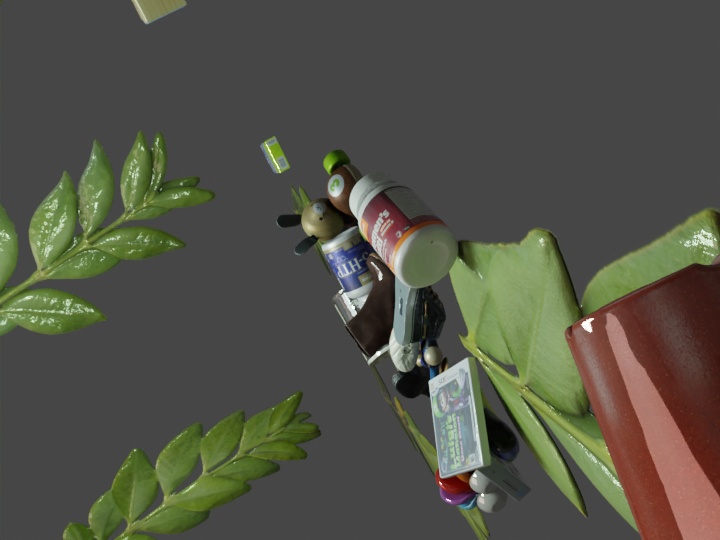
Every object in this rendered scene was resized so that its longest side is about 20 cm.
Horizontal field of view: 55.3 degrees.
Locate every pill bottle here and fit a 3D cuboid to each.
[{"bbox_3d":[0.062,-0.071,1.096,0.200,0.109,0.110,53,169,46],"label":"pill bottle"},{"bbox_3d":[0.000,0.000,1.691,0.201,0.119,0.120,61,172,-7],"label":"pill bottle"}]

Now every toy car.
[{"bbox_3d":[0.261,0.516,1.708,0.175,0.149,0.201,50,166,52],"label":"toy car"},{"bbox_3d":[-0.074,-0.122,1.448,0.165,0.199,0.158,56,171,29],"label":"toy car"}]

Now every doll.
[{"bbox_3d":[0.155,0.188,1.522,0.200,0.048,0.138,109,156,-84],"label":"doll"}]

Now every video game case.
[{"bbox_3d":[0.190,0.292,1.348,0.182,0.023,0.202,130,139,-60],"label":"video game case"}]

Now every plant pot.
[{"bbox_3d":[0.228,0.092,0.397,0.201,0.199,0.197,92,156,-75],"label":"plant pot"}]

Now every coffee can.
[{"bbox_3d":[0.034,0.129,1.825,0.201,0.145,0.147,58,172,14],"label":"coffee can"}]

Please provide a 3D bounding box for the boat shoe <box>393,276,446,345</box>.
[{"bbox_3d":[0.118,0.046,1.324,0.071,0.090,0.203,-133,43,-57],"label":"boat shoe"}]

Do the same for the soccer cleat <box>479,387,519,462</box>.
[{"bbox_3d":[0.246,0.300,1.377,0.200,0.064,0.084,53,171,45],"label":"soccer cleat"}]

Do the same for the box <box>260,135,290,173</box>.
[{"bbox_3d":[-0.306,-0.410,2.458,0.123,0.047,0.200,64,172,-12],"label":"box"}]

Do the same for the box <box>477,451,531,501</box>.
[{"bbox_3d":[0.251,0.362,1.416,0.156,0.041,0.200,42,-171,-30],"label":"box"}]

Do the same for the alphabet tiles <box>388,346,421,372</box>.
[{"bbox_3d":[0.114,0.197,1.693,0.201,0.006,0.167,65,-151,-25],"label":"alphabet tiles"}]

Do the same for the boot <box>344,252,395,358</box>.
[{"bbox_3d":[0.030,0.078,1.578,0.201,0.166,0.072,57,159,-1],"label":"boot"}]

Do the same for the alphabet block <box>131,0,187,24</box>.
[{"bbox_3d":[-0.846,-1.148,2.799,0.195,0.195,0.201,45,163,56],"label":"alphabet block"}]

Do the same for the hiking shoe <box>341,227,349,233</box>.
[{"bbox_3d":[-0.073,-0.107,1.935,0.101,0.075,0.200,63,171,7],"label":"hiking shoe"}]

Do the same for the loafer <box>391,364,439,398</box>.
[{"bbox_3d":[0.131,0.257,1.638,0.199,0.073,0.072,20,-158,-52],"label":"loafer"}]

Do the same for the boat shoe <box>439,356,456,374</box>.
[{"bbox_3d":[0.207,0.274,1.542,0.071,0.068,0.202,-80,-8,-51],"label":"boat shoe"}]

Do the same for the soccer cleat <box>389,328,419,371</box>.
[{"bbox_3d":[0.104,0.132,1.493,0.077,0.069,0.203,-147,54,-62],"label":"soccer cleat"}]
